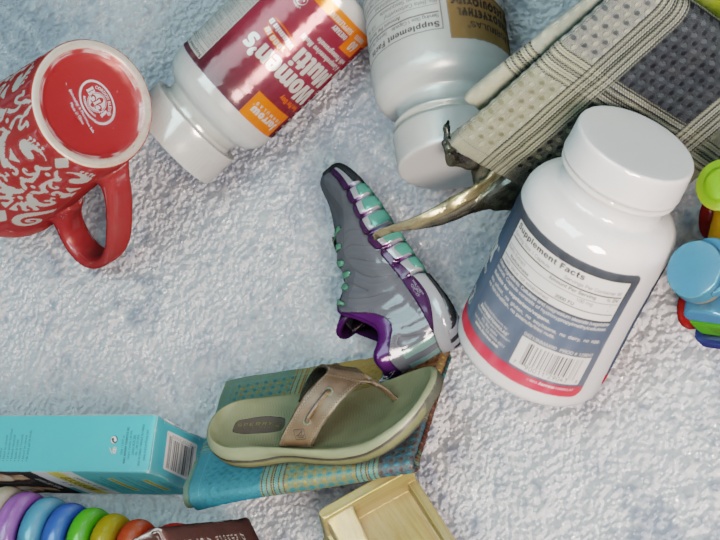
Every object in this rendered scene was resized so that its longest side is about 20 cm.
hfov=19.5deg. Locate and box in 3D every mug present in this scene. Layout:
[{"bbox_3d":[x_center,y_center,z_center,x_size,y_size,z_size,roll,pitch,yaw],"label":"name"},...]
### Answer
[{"bbox_3d":[-0.246,-0.105,1.777,0.200,0.177,0.134,-24,40,57],"label":"mug"}]

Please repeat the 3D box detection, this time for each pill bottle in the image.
[{"bbox_3d":[-0.088,-0.174,1.764,0.200,0.109,0.110,-44,57,7],"label":"pill bottle"},{"bbox_3d":[0.063,-0.174,1.680,0.114,0.114,0.201,-16,64,22],"label":"pill bottle"},{"bbox_3d":[0.159,-0.012,1.514,0.120,0.119,0.201,49,130,33],"label":"pill bottle"}]

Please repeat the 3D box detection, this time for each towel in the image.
[{"bbox_3d":[0.188,-0.120,1.524,0.200,0.192,0.035,-41,40,28],"label":"towel"},{"bbox_3d":[-0.033,0.123,1.633,0.199,0.022,0.147,-10,34,24],"label":"towel"}]

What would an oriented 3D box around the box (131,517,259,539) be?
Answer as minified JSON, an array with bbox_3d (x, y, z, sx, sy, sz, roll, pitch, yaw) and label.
[{"bbox_3d":[-0.145,0.292,1.537,0.165,0.200,0.165,-30,79,12],"label":"box"}]

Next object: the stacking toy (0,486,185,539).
[{"bbox_3d":[-0.215,0.228,1.701,0.199,0.085,0.086,5,73,24],"label":"stacking toy"}]

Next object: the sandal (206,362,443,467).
[{"bbox_3d":[-0.033,0.105,1.582,0.200,0.058,0.080,-11,33,23],"label":"sandal"}]

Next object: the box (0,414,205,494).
[{"bbox_3d":[-0.233,0.152,1.733,0.199,0.082,0.050,-3,70,28],"label":"box"}]

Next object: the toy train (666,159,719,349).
[{"bbox_3d":[0.276,-0.051,1.517,0.084,0.116,0.201,8,75,30],"label":"toy train"}]

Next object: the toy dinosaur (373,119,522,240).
[{"bbox_3d":[0.102,-0.075,1.601,0.199,0.088,0.048,-16,46,-7],"label":"toy dinosaur"}]

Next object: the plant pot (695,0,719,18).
[{"bbox_3d":[0.293,-0.277,1.557,0.198,0.181,0.201,-23,62,20],"label":"plant pot"}]

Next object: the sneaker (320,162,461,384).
[{"bbox_3d":[0.000,0.000,1.660,0.087,0.075,0.200,-34,54,-2],"label":"sneaker"}]

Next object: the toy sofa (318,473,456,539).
[{"bbox_3d":[0.053,0.251,1.552,0.082,0.098,0.200,-28,56,-11],"label":"toy sofa"}]
